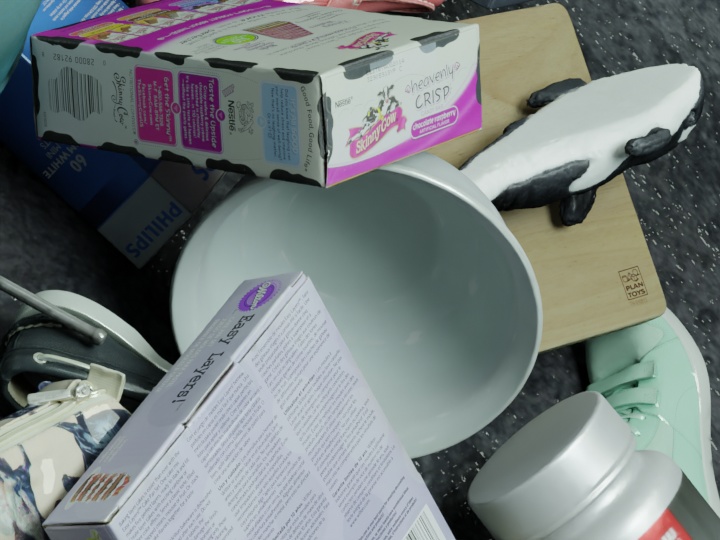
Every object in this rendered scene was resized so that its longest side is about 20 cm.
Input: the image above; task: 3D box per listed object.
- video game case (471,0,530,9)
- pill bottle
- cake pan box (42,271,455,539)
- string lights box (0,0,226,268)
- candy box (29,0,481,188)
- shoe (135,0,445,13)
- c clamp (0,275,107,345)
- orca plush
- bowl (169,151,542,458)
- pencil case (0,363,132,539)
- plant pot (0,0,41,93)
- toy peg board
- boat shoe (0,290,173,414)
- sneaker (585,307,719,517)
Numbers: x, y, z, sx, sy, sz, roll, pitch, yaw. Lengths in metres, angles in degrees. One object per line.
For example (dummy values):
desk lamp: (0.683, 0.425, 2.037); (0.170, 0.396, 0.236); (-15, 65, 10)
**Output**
video game case: (0.023, -0.219, 1.894); (0.199, 0.019, 0.143); (27, 18, 16)
pill bottle: (0.156, 0.173, 1.659); (0.200, 0.114, 0.114); (51, 35, -10)
cake pan box: (-0.046, 0.128, 1.473); (0.200, 0.052, 0.185); (-53, 126, -38)
string lights box: (-0.161, -0.108, 1.660); (0.200, 0.059, 0.103); (43, 37, -7)
candy box: (-0.054, -0.097, 1.556); (0.136, 0.199, 0.061); (-22, 115, -48)
shoe: (-0.040, -0.151, 1.749); (0.199, 0.071, 0.092); (8, 84, -23)
c clamp: (-0.237, 0.035, 1.436); (0.170, 0.027, 0.200); (29, 39, 8)
orca plush: (0.125, -0.051, 1.727); (0.200, 0.105, 0.071); (-38, 130, -42)
bowl: (0.000, 0.000, 1.615); (0.201, 0.201, 0.091); (33, 32, -19)
pencil case: (-0.183, 0.113, 1.410); (0.077, 0.090, 0.200); (12, 23, 30)
plant pot: (-0.234, -0.184, 1.492); (0.199, 0.188, 0.201); (9, 67, -21)
toy peg board: (0.054, -0.037, 1.784); (0.199, 0.098, 0.200); (-14, 83, -39)
boat shoe: (-0.098, 0.086, 1.540); (0.199, 0.076, 0.060); (27, 39, -8)
sneaker: (0.151, 0.085, 1.786); (0.118, 0.074, 0.201); (21, 46, -41)
